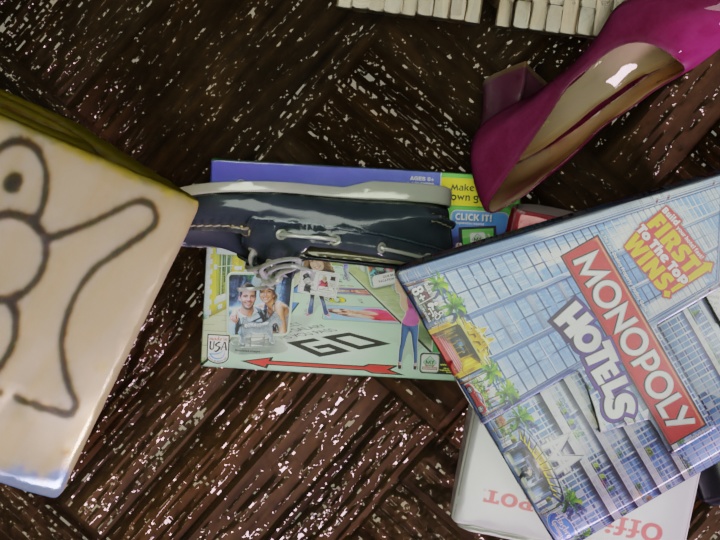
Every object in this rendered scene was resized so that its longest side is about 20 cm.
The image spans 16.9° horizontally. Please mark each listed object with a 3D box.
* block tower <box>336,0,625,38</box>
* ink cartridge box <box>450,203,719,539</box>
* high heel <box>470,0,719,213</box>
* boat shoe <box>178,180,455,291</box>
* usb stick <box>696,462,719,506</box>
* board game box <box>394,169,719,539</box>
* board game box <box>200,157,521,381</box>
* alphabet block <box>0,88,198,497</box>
[{"bbox_3d":[0.088,-0.180,1.534,0.200,0.054,0.058,8,94,-1],"label":"block tower"},{"bbox_3d":[0.145,0.070,1.506,0.147,0.086,0.200,13,97,1],"label":"ink cartridge box"},{"bbox_3d":[0.154,-0.101,1.484,0.067,0.200,0.096,30,50,-36],"label":"high heel"},{"bbox_3d":[-0.041,-0.021,1.510,0.200,0.075,0.062,-1,82,-9],"label":"boat shoe"},{"bbox_3d":[0.214,0.054,1.560,0.055,0.033,0.200,-19,94,8],"label":"usb stick"},{"bbox_3d":[0.155,0.035,1.431,0.200,0.062,0.200,-31,92,5],"label":"board game box"},{"bbox_3d":[0.000,0.000,1.559,0.200,0.029,0.135,3,95,0],"label":"board game box"},{"bbox_3d":[-0.247,-0.009,1.446,0.195,0.196,0.200,24,94,-37],"label":"alphabet block"}]
